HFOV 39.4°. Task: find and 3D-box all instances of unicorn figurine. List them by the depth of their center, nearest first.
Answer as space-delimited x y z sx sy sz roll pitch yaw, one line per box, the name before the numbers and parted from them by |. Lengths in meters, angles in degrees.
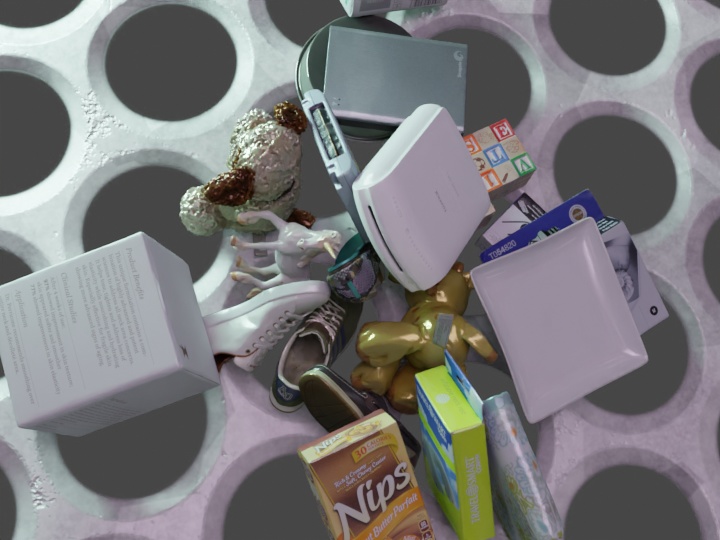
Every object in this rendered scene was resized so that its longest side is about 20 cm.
unicorn figurine | -0.091 -0.021 1.247 0.136 0.200 0.074 10 67 2

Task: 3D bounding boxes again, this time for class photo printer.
photo printer | 0.074 -0.085 1.234 0.200 0.069 0.167 -52 122 -42

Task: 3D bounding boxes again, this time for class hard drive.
hard drive | 0.048 -0.260 1.398 0.198 0.033 0.141 7 71 -6

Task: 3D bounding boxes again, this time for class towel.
towel | 0.178 0.239 1.202 0.048 0.200 0.172 -23 78 -8

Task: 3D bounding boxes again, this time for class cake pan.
cake pan | 0.007 -0.281 1.437 0.199 0.037 0.202 2 72 -7

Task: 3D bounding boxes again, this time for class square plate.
square plate | 0.245 0.059 1.249 0.197 0.028 0.201 -23 91 -23

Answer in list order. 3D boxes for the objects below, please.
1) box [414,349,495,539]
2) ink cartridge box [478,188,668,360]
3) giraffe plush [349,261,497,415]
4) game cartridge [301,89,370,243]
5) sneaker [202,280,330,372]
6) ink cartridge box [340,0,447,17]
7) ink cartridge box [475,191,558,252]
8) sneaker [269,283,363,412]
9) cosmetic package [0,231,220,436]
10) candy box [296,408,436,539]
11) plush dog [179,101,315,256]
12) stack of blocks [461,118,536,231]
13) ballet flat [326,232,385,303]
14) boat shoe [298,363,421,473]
box | 0.111 0.209 1.187 0.047 0.201 0.122 -15 31 -11
ink cartridge box | 0.280 0.020 1.308 0.199 0.041 0.201 -30 93 -18
giraffe plush | 0.086 0.065 1.280 0.172 0.200 0.163 23 42 -10
game cartridge | -0.021 -0.131 1.294 0.041 0.134 0.201 -22 43 1
sneaker | -0.116 0.076 1.253 0.199 0.073 0.085 -23 70 23
ink cartridge box | 0.022 -0.463 1.495 0.160 0.050 0.201 -13 54 -20
ink cartridge box | 0.262 -0.004 1.374 0.200 0.044 0.094 45 72 7
sneaker | -0.049 0.085 1.279 0.067 0.090 0.201 30 70 3
cosmetic package | -0.297 0.082 1.184 0.199 0.166 0.168 -20 75 3
candy box | 0.013 0.280 1.193 0.115 0.055 0.201 -23 108 -15
plush dog | -0.125 -0.122 1.294 0.160 0.172 0.201 31 70 3
stack of blocks | 0.140 -0.113 1.387 0.199 0.059 0.116 -26 77 -15
ballet flat | 0.000 0.000 1.282 0.071 0.200 0.073 2 104 7
boat shoe | 0.003 0.182 1.246 0.201 0.072 0.066 49 49 -19
